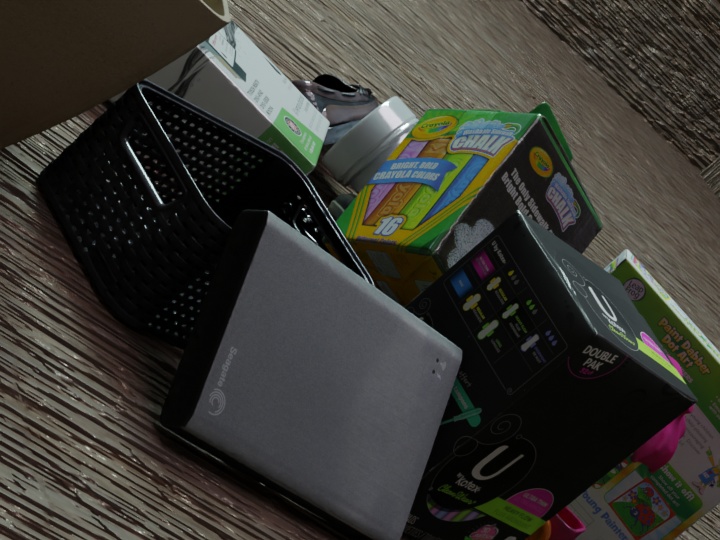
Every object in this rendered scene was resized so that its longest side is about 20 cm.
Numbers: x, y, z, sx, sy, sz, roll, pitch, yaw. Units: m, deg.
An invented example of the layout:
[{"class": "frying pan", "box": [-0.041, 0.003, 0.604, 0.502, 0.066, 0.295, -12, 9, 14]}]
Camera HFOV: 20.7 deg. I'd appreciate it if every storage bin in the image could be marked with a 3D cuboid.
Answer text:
[{"class": "storage bin", "box": [-0.097, -0.024, 1.286, 0.200, 0.094, 0.135, 24, 29, -56]}]

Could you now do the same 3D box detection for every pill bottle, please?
[{"class": "pill bottle", "box": [0.064, -0.052, 1.749, 0.200, 0.120, 0.120, 49, 15, 2]}]

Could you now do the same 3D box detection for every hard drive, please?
[{"class": "hard drive", "box": [-0.026, 0.069, 1.206, 0.033, 0.140, 0.200, 3, -24, 44]}]

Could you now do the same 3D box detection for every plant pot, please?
[{"class": "plant pot", "box": [-0.217, -0.193, 1.201, 0.200, 0.177, 0.200, 40, 18, -27]}]

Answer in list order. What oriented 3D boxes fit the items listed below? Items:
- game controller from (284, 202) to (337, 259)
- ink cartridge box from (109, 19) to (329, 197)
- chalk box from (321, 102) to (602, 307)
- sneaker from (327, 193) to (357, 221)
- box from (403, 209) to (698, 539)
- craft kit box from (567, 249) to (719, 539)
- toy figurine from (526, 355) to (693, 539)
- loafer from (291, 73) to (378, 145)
[{"class": "game controller", "box": [0.000, 0.000, 1.595, 0.200, 0.042, 0.104, 35, 20, -43]}, {"class": "ink cartridge box", "box": [-0.125, -0.143, 1.512, 0.200, 0.084, 0.146, 46, 15, -11]}, {"class": "chalk box", "box": [0.092, -0.044, 1.524, 0.124, 0.200, 0.125, 7, -41, 46]}, {"class": "sneaker", "box": [0.077, -0.037, 1.652, 0.200, 0.106, 0.075, 29, 2, -11]}, {"class": "box", "box": [0.097, 0.086, 1.350, 0.148, 0.200, 0.124, 32, 22, -48]}, {"class": "craft kit box", "box": [0.202, 0.121, 1.566, 0.200, 0.197, 0.049, 48, 16, -4]}, {"class": "toy figurine", "box": [0.154, 0.112, 1.479, 0.200, 0.184, 0.150, 53, 16, 17]}, {"class": "loafer", "box": [-0.025, -0.157, 1.824, 0.200, 0.072, 0.063, -45, 125, -72]}]
